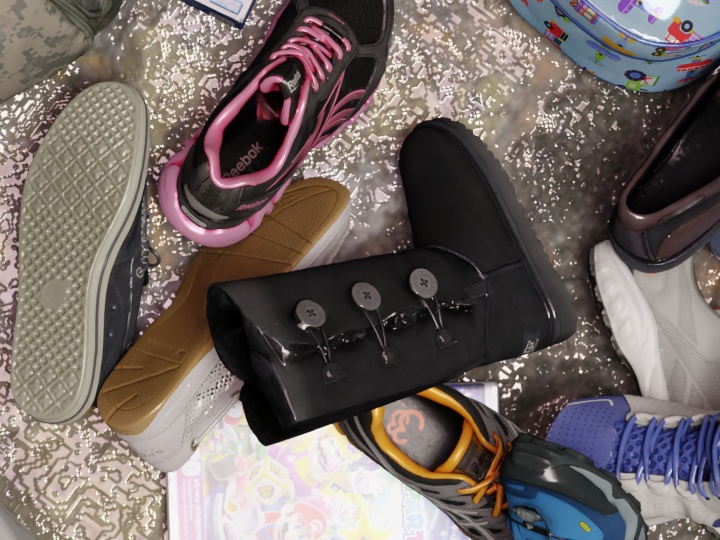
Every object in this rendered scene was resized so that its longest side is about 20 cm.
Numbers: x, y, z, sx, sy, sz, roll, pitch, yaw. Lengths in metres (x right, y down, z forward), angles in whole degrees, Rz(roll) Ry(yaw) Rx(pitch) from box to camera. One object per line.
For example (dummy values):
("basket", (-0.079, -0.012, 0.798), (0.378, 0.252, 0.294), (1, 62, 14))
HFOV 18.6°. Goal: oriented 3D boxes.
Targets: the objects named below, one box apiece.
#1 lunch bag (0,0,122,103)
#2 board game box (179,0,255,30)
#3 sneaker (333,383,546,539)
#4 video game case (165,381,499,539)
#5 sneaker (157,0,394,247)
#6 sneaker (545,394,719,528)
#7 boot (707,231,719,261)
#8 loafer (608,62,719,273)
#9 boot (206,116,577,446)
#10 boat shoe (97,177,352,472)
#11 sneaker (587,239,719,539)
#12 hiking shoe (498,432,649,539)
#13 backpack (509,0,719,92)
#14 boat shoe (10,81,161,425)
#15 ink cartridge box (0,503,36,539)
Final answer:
("lunch bag", (-0.243, -0.146, 1.204), (0.200, 0.168, 0.140), (-28, 98, 7))
("board game box", (-0.131, -0.247, 1.300), (0.200, 0.034, 0.136), (25, 87, -3))
("sneaker", (0.071, 0.117, 1.265), (0.200, 0.077, 0.078), (28, 84, -5))
("video game case", (-0.015, 0.141, 1.304), (0.199, 0.018, 0.144), (-2, 88, -5))
("sneaker", (-0.038, -0.104, 1.262), (0.079, 0.095, 0.200), (33, 70, 0))
("sneaker", (0.194, 0.099, 1.180), (0.199, 0.115, 0.081), (12, 71, 19))
("boot", (0.257, -0.006, 1.309), (0.090, 0.073, 0.200), (-19, 81, 1))
("loafer", (0.218, -0.083, 1.258), (0.072, 0.063, 0.200), (40, 82, 22))
("boot", (0.000, 0.001, 1.230), (0.200, 0.066, 0.165), (-18, 59, -27))
("boat shoe", (-0.070, 0.032, 1.283), (0.200, 0.071, 0.069), (-48, 132, -17))
("sneaker", (0.199, 0.069, 1.289), (0.079, 0.074, 0.201), (-20, 89, 6))
("hiking shoe", (0.112, 0.171, 1.191), (0.074, 0.200, 0.087), (16, 56, 33))
("backpack", (0.180, -0.212, 1.274), (0.183, 0.135, 0.200), (41, 89, -1))
("boat shoe", (-0.157, -0.010, 1.275), (0.074, 0.062, 0.201), (8, 88, 22))
("ink cartridge box", (-0.208, 0.240, 1.207), (0.144, 0.084, 0.200), (-38, 55, -4))
